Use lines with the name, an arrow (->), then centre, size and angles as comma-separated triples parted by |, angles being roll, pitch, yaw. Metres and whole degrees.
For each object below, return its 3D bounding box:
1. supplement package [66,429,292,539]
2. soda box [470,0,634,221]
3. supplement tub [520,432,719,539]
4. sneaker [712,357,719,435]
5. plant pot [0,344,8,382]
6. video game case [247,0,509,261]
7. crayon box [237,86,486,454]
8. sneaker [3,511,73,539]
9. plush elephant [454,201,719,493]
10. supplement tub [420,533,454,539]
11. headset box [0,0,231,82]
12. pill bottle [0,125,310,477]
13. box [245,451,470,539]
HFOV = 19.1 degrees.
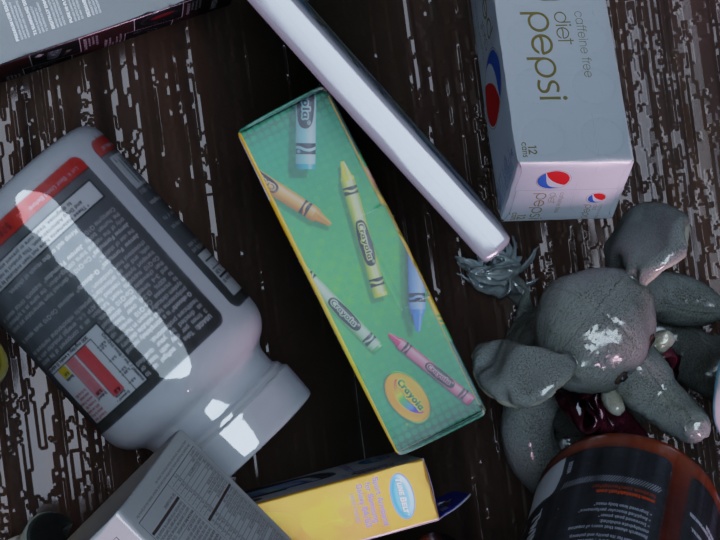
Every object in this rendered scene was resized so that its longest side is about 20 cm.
supplement package -> -0.083, 0.216, 1.063 | 0.200, 0.151, 0.152 | 45, 102, -3
soda box -> 0.105, -0.129, 1.222 | 0.068, 0.064, 0.201 | -1, 61, -7
supplement tub -> 0.124, 0.181, 1.094 | 0.106, 0.200, 0.107 | 8, 125, 12
sneaker -> 0.283, 0.081, 1.193 | 0.130, 0.200, 0.080 | 11, 82, 34
plant pot -> -0.311, 0.073, 1.155 | 0.199, 0.200, 0.143 | 27, 101, -5
video game case -> 0.008, -0.091, 1.190 | 0.022, 0.182, 0.200 | -42, 93, 4
crayon box -> 0.000, 0.000, 1.215 | 0.058, 0.119, 0.201 | -27, 91, 0
sneaker -> -0.154, 0.241, 1.203 | 0.088, 0.074, 0.201 | -36, 80, 26
plush elephant -> 0.142, 0.052, 1.212 | 0.200, 0.155, 0.165 | 45, 84, -4
supplement tub -> 0.014, 0.253, 1.202 | 0.107, 0.107, 0.200 | 41, 95, -3
headset box -> -0.188, -0.195, 1.225 | 0.199, 0.075, 0.149 | -19, 91, -7
pill bottle -> -0.128, 0.027, 1.203 | 0.116, 0.116, 0.200 | -42, 92, -6
box -> -0.040, 0.140, 1.208 | 0.199, 0.119, 0.042 | -16, 89, -7
